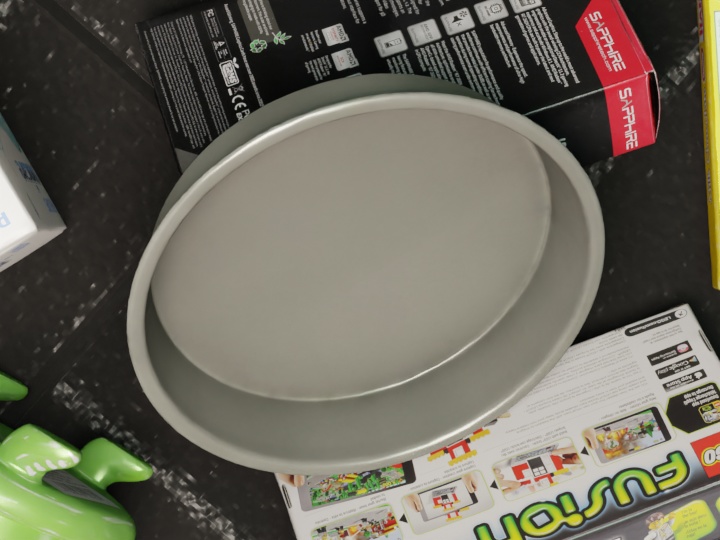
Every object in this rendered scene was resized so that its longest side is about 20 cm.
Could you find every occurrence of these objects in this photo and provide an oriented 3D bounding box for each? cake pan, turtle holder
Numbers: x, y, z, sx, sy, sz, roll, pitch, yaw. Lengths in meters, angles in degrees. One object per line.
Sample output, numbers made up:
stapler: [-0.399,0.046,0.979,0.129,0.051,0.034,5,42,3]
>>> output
cake pan: [0.000,0.000,1.018,0.199,0.037,0.201,-10,132,-11]
turtle holder: [-0.193,0.101,1.044,0.185,0.141,0.132,28,90,-4]

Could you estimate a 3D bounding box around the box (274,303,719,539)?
box: [0.069,0.092,1.074,0.199,0.110,0.035,-20,131,-2]

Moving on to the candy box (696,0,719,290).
candy box: [0.203,-0.093,1.118,0.102,0.026,0.201,-3,90,0]

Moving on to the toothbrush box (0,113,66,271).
toothbrush box: [-0.210,-0.082,1.039,0.085,0.146,0.200,-31,93,-1]

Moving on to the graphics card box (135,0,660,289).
graphics card box: [0.014,-0.081,1.066,0.199,0.051,0.126,-19,53,-4]
